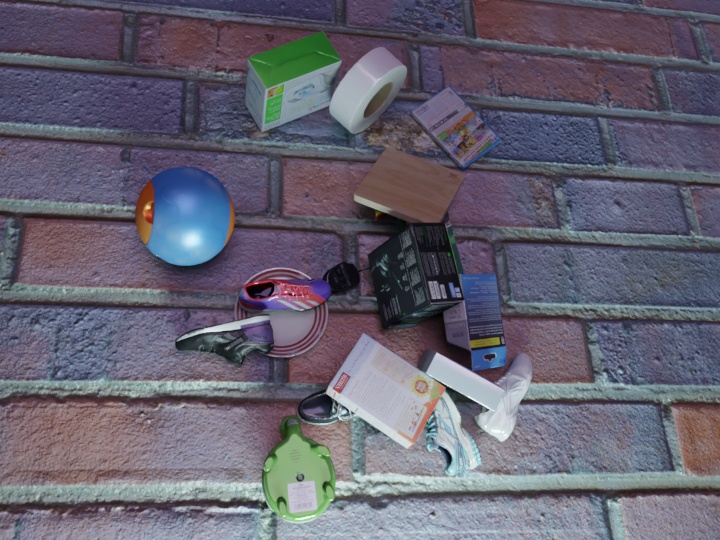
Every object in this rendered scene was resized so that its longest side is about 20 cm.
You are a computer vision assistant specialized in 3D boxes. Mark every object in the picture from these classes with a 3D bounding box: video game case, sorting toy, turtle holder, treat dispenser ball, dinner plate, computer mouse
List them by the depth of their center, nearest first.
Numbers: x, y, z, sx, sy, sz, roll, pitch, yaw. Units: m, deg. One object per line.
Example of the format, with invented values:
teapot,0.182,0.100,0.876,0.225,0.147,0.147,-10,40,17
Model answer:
turtle holder,-0.128,0.379,1.301,0.140,0.132,0.186,-33,76,-21
treat dispenser ball,-0.360,-0.112,1.425,0.199,0.201,0.203,4,66,-9
dinner plate,-0.168,0.090,1.476,0.198,0.024,0.202,5,66,-10
computer mouse,0.000,0.000,1.548,0.199,0.034,0.059,-20,87,-26
sorting toy,0.110,-0.171,1.582,0.199,0.070,0.199,22,49,12
video game case,0.242,-0.363,1.756,0.143,0.018,0.200,-37,78,-23

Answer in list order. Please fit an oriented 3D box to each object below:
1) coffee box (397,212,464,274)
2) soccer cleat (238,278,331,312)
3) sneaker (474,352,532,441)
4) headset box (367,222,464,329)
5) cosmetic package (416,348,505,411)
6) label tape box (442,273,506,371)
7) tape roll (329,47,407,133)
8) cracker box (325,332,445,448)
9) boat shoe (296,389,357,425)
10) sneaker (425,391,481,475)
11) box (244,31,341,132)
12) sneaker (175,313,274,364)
coffee box,0.163,-0.038,1.586,0.122,0.044,0.202,-5,68,-13
soccer cleat,-0.154,0.046,1.445,0.198,0.073,0.069,-5,68,-13
sneaker,0.307,0.255,1.474,0.080,0.071,0.201,27,65,1
headset box,0.108,0.016,1.464,0.092,0.200,0.176,-2,70,-32
cosmetic package,0.196,0.216,1.397,0.150,0.200,0.052,27,86,1
label tape box,0.243,0.110,1.486,0.143,0.066,0.202,1,81,-48
tape roll,0.019,-0.423,1.638,0.071,0.203,0.202,42,66,9
cracker box,0.049,0.236,1.368,0.199,0.058,0.134,34,65,5
boat shoe,-0.030,0.269,1.405,0.198,0.062,0.076,-1,67,-12
sneaker,0.166,0.322,1.416,0.086,0.078,0.201,-25,74,-17
box,-0.162,-0.440,1.620,0.199,0.177,0.097,-26,75,-21
sneaker,-0.272,0.151,1.394,0.198,0.076,0.088,-13,83,0
